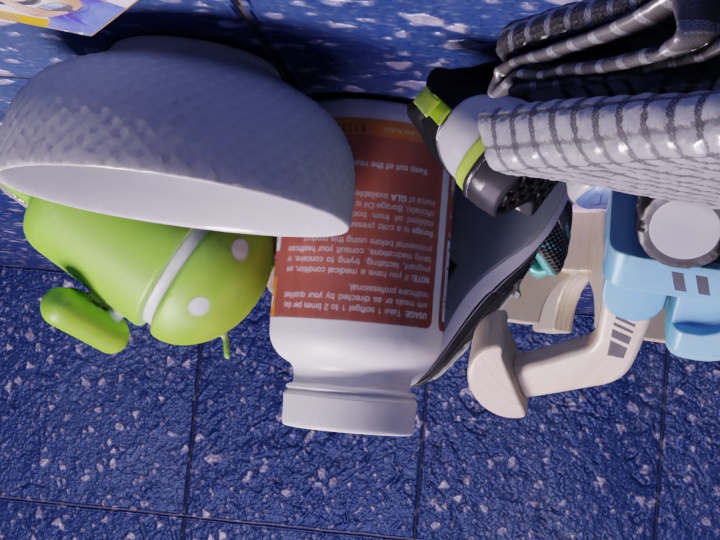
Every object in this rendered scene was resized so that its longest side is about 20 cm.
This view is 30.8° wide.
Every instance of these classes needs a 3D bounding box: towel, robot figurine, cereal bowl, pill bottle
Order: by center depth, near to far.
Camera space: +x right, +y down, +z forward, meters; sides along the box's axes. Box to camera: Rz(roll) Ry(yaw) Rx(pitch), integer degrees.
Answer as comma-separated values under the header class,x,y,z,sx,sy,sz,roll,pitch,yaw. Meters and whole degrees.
class,x,y,z,sx,sy,sz,roll,pitch,yaw
towel,0.166,-0.072,0.515,0.199,0.086,0.165,6,177,-31
cereal bowl,-0.097,-0.075,0.718,0.198,0.084,0.200,7,173,1
pill bottle,0.000,0.000,0.828,0.111,0.202,0.112,5,175,0
robot figurine,-0.144,-0.031,0.883,0.199,0.176,0.116,36,179,3

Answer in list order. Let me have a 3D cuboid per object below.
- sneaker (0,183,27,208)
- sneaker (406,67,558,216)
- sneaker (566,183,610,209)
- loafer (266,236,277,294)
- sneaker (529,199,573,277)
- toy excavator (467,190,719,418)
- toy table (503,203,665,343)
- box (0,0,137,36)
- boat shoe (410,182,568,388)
class,x,y,z,sx,sy,sz,roll,pitch,yaw
sneaker,-0.212,-0.065,1.053,0.199,0.076,0.087,10,173,-40
sneaker,0.078,-0.082,0.713,0.083,0.072,0.200,43,-167,11
sneaker,0.221,-0.043,0.767,0.198,0.078,0.076,0,175,12
loafer,-0.067,-0.027,0.954,0.062,0.072,0.200,8,-152,-33
sneaker,0.072,-0.034,0.953,0.198,0.092,0.078,2,178,-15
toy excavator,0.163,0.012,0.729,0.193,0.201,0.100,9,-143,7
toy table,0.190,-0.008,1.070,0.198,0.118,0.184,6,175,-2
box,-0.120,-0.124,0.434,0.118,0.042,0.200,7,177,-25
boat shoe,0.080,0.000,0.892,0.073,0.200,0.068,36,-172,27
